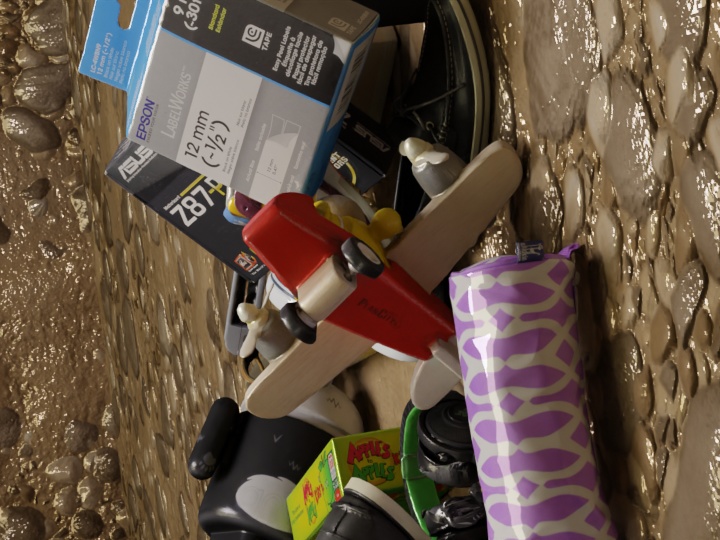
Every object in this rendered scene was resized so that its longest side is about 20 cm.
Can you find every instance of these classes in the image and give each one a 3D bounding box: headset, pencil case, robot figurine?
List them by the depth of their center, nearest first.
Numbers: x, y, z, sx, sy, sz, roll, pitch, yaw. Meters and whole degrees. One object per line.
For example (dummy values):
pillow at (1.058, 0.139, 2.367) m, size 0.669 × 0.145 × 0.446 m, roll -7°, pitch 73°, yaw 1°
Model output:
pencil case at (0.108, 0.084, 1.166) m, size 0.084 × 0.085 × 0.203 m, roll 170°, pitch 93°, yaw -70°
headset at (0.063, 0.154, 1.342) m, size 0.200 × 0.093 × 0.125 m, roll -173°, pitch 76°, yaw -68°
robot figurine at (-0.073, 0.191, 1.691) m, size 0.151 × 0.123 × 0.202 m, roll 64°, pitch -138°, yaw -58°

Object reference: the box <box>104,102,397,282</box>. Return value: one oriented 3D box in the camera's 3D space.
box at (-0.089, -0.091, 1.509) m, size 0.200 × 0.161 × 0.049 m, roll -36°, pitch 22°, yaw 45°

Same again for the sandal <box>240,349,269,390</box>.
sandal at (-0.088, 0.092, 1.851) m, size 0.054 × 0.081 × 0.200 m, roll 39°, pitch 177°, yaw -7°

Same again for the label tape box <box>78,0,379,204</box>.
label tape box at (-0.103, -0.145, 1.295) m, size 0.066 × 0.198 × 0.144 m, roll -58°, pitch -9°, yaw -57°

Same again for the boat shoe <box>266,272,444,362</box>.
boat shoe at (0.000, 0.000, 1.493) m, size 0.199 × 0.070 × 0.092 m, roll 21°, pitch 113°, yaw 46°

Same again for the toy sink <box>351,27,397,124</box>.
toy sink at (-0.052, -0.165, 1.573) m, size 0.201 × 0.111 × 0.131 m, roll 104°, pitch 154°, yaw -53°

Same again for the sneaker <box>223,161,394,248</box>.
sneaker at (-0.050, -0.043, 1.386) m, size 0.201 × 0.090 × 0.075 m, roll 53°, pitch 162°, yaw 7°

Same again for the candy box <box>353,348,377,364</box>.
candy box at (-0.026, 0.024, 1.673) m, size 0.200 × 0.055 × 0.117 m, roll 144°, pitch 116°, yaw -73°

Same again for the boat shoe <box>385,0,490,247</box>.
boat shoe at (0.052, -0.104, 1.323) m, size 0.075 × 0.062 × 0.202 m, roll -122°, pitch 30°, yaw -59°

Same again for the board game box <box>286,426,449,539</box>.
board game box at (0.008, 0.177, 1.537) m, size 0.200 × 0.100 × 0.048 m, roll 122°, pitch 137°, yaw -66°

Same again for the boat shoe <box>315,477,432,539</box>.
boat shoe at (0.047, 0.228, 1.309) m, size 0.201 × 0.063 × 0.073 m, roll 43°, pitch 160°, yaw -22°

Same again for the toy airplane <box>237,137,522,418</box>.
toy airplane at (0.010, 0.004, 1.283) m, size 0.200 × 0.198 × 0.142 m, roll 92°, pitch 157°, yaw -44°

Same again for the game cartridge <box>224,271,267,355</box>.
game cartridge at (-0.105, -0.032, 1.887) m, size 0.134 × 0.041 × 0.202 m, roll -92°, pitch 11°, yaw -52°

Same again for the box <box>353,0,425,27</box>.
box at (-0.032, -0.273, 1.382) m, size 0.105 × 0.146 × 0.201 m, roll 98°, pitch 159°, yaw -44°
